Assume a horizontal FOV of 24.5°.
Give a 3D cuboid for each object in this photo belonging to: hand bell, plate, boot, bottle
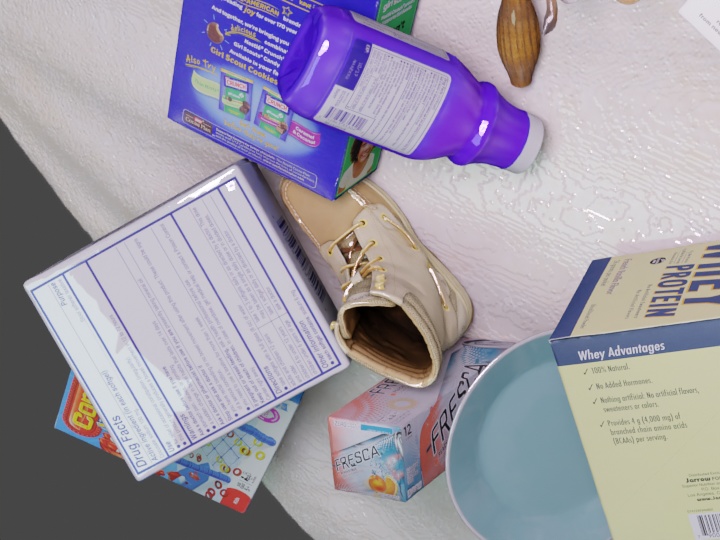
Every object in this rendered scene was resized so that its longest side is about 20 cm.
[{"bbox_3d":[0.108,-0.216,1.184,0.104,0.104,0.200,17,137,24],"label":"hand bell"},{"bbox_3d":[0.158,0.135,1.314,0.026,0.200,0.200,-135,26,-66],"label":"plate"},{"bbox_3d":[0.000,0.000,1.315,0.073,0.155,0.200,-42,93,20],"label":"boot"},{"bbox_3d":[0.041,-0.125,1.221,0.200,0.065,0.084,19,116,-24],"label":"bottle"}]

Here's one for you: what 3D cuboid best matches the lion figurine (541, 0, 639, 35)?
[{"bbox_3d":[0.175,-0.249,1.077,0.200,0.073,0.123,-36,124,8],"label":"lion figurine"}]

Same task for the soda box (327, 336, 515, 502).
[{"bbox_3d":[0.054,0.114,1.323,0.068,0.200,0.064,5,110,31],"label":"soda box"}]

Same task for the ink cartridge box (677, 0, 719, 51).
[{"bbox_3d":[0.303,-0.219,0.997,0.084,0.145,0.200,44,132,3],"label":"ink cartridge box"}]

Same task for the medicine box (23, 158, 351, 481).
[{"bbox_3d":[-0.135,0.036,1.334,0.200,0.103,0.182,-29,96,5],"label":"medicine box"}]

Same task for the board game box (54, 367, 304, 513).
[{"bbox_3d":[-0.160,0.110,1.482,0.196,0.056,0.200,24,139,-1],"label":"board game box"}]

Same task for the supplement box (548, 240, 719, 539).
[{"bbox_3d":[0.269,0.093,1.198,0.200,0.134,0.200,-10,112,26],"label":"supplement box"}]

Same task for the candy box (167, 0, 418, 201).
[{"bbox_3d":[-0.054,-0.181,1.301,0.169,0.077,0.200,28,130,17],"label":"candy box"}]
